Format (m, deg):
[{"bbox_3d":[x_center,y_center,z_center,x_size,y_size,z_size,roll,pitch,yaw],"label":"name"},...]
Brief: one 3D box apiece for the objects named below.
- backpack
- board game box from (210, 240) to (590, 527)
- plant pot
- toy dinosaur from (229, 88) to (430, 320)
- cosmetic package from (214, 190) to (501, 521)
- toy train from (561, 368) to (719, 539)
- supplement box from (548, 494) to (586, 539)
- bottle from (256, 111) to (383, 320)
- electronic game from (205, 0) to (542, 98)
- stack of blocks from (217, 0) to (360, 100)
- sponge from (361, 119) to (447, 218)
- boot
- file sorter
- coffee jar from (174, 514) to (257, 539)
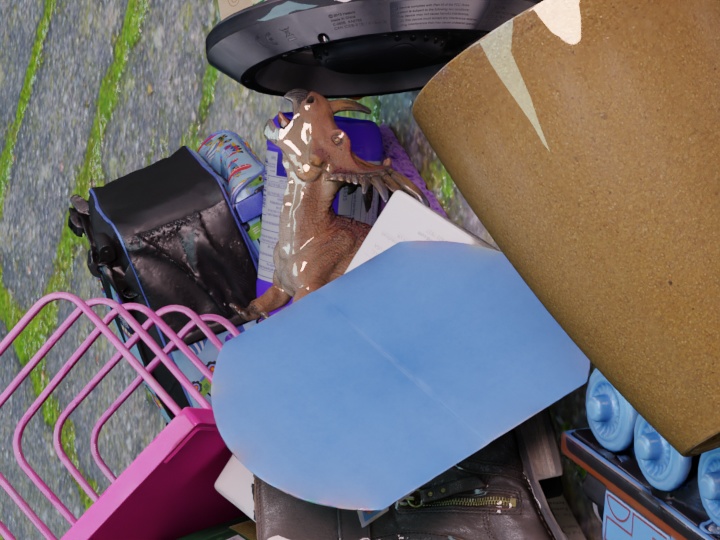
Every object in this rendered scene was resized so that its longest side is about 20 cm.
[{"bbox_3d":[-0.097,0.028,1.780,0.183,0.134,0.201,-136,23,-73],"label":"backpack"},{"bbox_3d":[0.021,0.063,1.396,0.158,0.200,0.039,40,151,42],"label":"board game box"},{"bbox_3d":[0.149,-0.024,1.223,0.186,0.186,0.201,-42,69,54],"label":"plant pot"},{"bbox_3d":[0.000,0.000,1.567,0.136,0.200,0.086,-47,44,-9],"label":"toy dinosaur"},{"bbox_3d":[0.016,0.067,1.512,0.071,0.101,0.200,35,95,40],"label":"cosmetic package"},{"bbox_3d":[0.172,0.116,1.322,0.200,0.086,0.115,34,124,58],"label":"toy train"},{"bbox_3d":[0.090,0.221,1.479,0.200,0.073,0.126,63,142,42],"label":"supplement box"},{"bbox_3d":[-0.028,0.003,1.666,0.083,0.065,0.201,14,101,64],"label":"bottle"},{"bbox_3d":[0.010,-0.136,1.515,0.200,0.199,0.042,-20,74,60],"label":"electronic game"},{"bbox_3d":[0.024,-0.173,1.584,0.200,0.115,0.059,-25,66,40],"label":"stack of blocks"},{"bbox_3d":[0.024,0.006,1.666,0.200,0.030,0.112,59,138,45],"label":"sponge"},{"bbox_3d":[0.028,0.156,1.395,0.069,0.173,0.201,79,-179,-63],"label":"boot"},{"bbox_3d":[-0.135,0.097,1.569,0.139,0.200,0.125,-47,71,12],"label":"file sorter"},{"bbox_3d":[-0.044,0.188,1.613,0.085,0.200,0.105,38,125,26],"label":"coffee jar"}]
